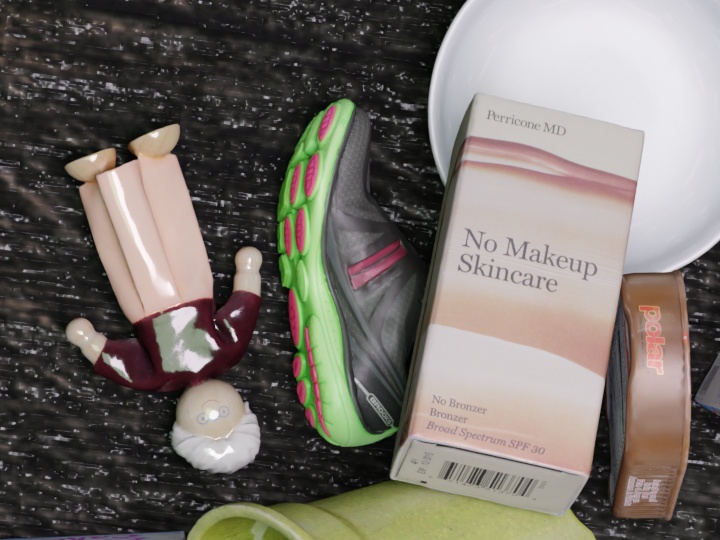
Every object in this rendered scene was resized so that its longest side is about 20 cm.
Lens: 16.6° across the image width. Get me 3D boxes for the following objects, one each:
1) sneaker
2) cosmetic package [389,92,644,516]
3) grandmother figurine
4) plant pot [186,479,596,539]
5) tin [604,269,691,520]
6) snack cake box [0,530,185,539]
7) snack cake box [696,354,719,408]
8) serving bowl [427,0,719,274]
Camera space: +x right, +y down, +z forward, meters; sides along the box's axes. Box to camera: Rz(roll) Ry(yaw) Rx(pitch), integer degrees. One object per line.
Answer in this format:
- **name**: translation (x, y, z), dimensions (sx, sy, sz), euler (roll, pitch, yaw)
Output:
- **sneaker**: translation (0.000, 0.000, 1.440), dimensions (0.083, 0.077, 0.201), euler (-6, 94, -20)
- **cosmetic package**: translation (0.085, 0.019, 1.331), dimensions (0.103, 0.087, 0.201), euler (11, 69, -2)
- **grandmother figurine**: translation (-0.111, 0.024, 1.435), dimensions (0.121, 0.061, 0.201), euler (-21, 89, 6)
- **plant pot**: translation (0.031, 0.192, 1.371), dimensions (0.184, 0.200, 0.201), euler (-21, 92, -34)
- **tin**: translation (0.159, 0.073, 1.380), dimensions (0.042, 0.200, 0.112), euler (-4, 68, 0)
- **snack cake box**: translation (-0.198, 0.214, 1.427), dimensions (0.199, 0.067, 0.116), euler (-3, 90, -3)
- **snack cake box**: translation (0.253, 0.042, 1.372), dimensions (0.067, 0.200, 0.115), euler (29, 90, 1)
- **serving bowl**: translation (0.136, -0.091, 1.440), dimensions (0.199, 0.066, 0.201), euler (0, 91, -3)
